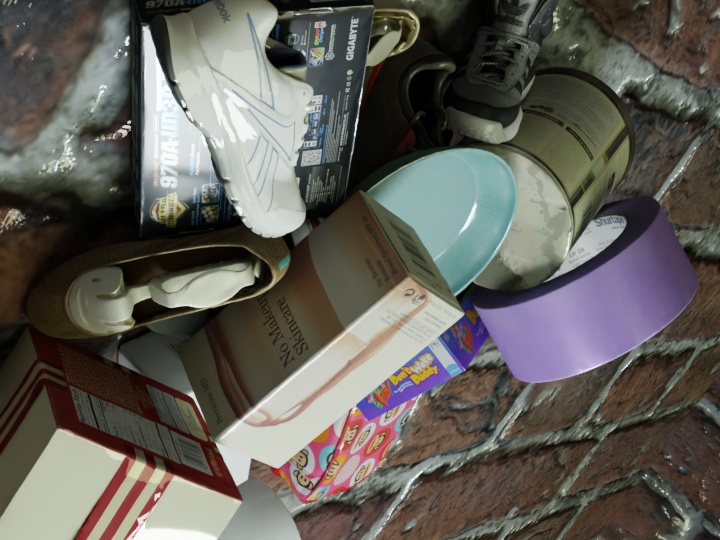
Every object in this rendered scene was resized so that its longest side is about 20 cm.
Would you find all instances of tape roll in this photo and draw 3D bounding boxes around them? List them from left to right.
[{"bbox_3d":[0.212,0.016,1.234,0.199,0.085,0.200,-28,-168,7],"label":"tape roll"}]

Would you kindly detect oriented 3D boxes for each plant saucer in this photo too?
[{"bbox_3d":[0.040,-0.032,1.086,0.199,0.036,0.200,-23,143,-18],"label":"plant saucer"}]

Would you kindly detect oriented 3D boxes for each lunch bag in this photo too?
[{"bbox_3d":[0.001,0.156,1.444,0.176,0.082,0.200,-14,137,-51],"label":"lunch bag"}]

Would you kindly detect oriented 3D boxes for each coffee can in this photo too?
[{"bbox_3d":[0.163,-0.091,1.232,0.200,0.146,0.147,-45,160,-50],"label":"coffee can"}]

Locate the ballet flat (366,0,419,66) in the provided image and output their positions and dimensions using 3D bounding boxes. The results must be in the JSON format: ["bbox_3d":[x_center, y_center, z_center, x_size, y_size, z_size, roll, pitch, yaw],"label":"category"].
[{"bbox_3d":[-0.031,-0.171,0.969,0.200,0.069,0.070,-25,145,-41],"label":"ballet flat"}]

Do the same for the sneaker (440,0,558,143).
[{"bbox_3d":[0.121,-0.191,1.136,0.200,0.075,0.114,-60,166,-60],"label":"sneaker"}]

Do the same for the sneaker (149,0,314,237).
[{"bbox_3d":[-0.065,-0.097,0.851,0.087,0.075,0.200,-25,141,-2],"label":"sneaker"}]

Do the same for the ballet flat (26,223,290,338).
[{"bbox_3d":[-0.147,0.013,0.939,0.199,0.072,0.068,-11,108,-4],"label":"ballet flat"}]

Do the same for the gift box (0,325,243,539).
[{"bbox_3d":[-0.205,0.187,0.970,0.200,0.185,0.187,31,100,-26],"label":"gift box"}]

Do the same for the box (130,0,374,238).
[{"bbox_3d":[-0.081,-0.114,0.915,0.158,0.046,0.200,-8,139,-16],"label":"box"}]

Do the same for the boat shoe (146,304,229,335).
[{"bbox_3d":[-0.114,0.024,1.070,0.199,0.068,0.074,7,116,-44],"label":"boat shoe"}]

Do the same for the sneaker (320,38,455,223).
[{"bbox_3d":[0.026,-0.098,1.086,0.077,0.082,0.201,4,105,-46],"label":"sneaker"}]

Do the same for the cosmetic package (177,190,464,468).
[{"bbox_3d":[-0.033,0.047,1.002,0.200,0.104,0.087,-42,141,14],"label":"cosmetic package"}]

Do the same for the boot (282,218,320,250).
[{"bbox_3d":[0.000,0.000,1.181,0.144,0.072,0.201,-25,131,-13],"label":"boot"}]

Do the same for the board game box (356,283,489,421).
[{"bbox_3d":[0.081,0.061,1.330,0.134,0.045,0.200,-32,-171,36],"label":"board game box"}]

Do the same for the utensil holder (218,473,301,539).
[{"bbox_3d":[-0.175,0.305,1.270,0.200,0.170,0.170,-21,143,-46],"label":"utensil holder"}]

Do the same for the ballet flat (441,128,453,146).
[{"bbox_3d":[0.040,-0.086,1.234,0.067,0.057,0.200,-52,168,-41],"label":"ballet flat"}]

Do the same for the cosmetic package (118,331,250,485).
[{"bbox_3d":[-0.156,0.134,1.170,0.113,0.081,0.200,-28,148,-36],"label":"cosmetic package"}]
